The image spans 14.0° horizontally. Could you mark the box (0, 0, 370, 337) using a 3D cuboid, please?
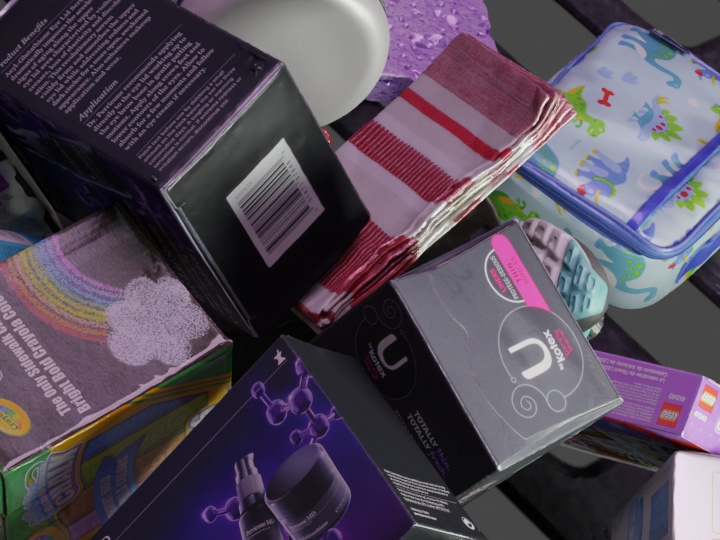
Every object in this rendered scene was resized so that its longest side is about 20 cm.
[{"bbox_3d":[-0.114,-0.075,1.698,0.200,0.148,0.104,30,70,40],"label":"box"}]

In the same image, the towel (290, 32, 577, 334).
[{"bbox_3d":[0.020,-0.055,1.740,0.200,0.023,0.144,-42,31,-5],"label":"towel"}]

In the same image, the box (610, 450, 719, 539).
[{"bbox_3d":[0.199,0.216,1.613,0.101,0.113,0.200,10,62,-11],"label":"box"}]

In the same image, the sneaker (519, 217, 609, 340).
[{"bbox_3d":[0.115,0.017,1.798,0.091,0.200,0.078,18,84,-20],"label":"sneaker"}]

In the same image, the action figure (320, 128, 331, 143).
[{"bbox_3d":[-0.100,-0.051,1.851,0.065,0.052,0.200,24,36,27],"label":"action figure"}]

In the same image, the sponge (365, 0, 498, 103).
[{"bbox_3d":[0.031,-0.192,2.077,0.111,0.030,0.200,4,45,-16],"label":"sponge"}]

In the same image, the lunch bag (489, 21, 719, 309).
[{"bbox_3d":[0.185,-0.071,1.972,0.161,0.083,0.200,38,46,15],"label":"lunch bag"}]

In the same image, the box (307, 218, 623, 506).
[{"bbox_3d":[0.033,0.076,1.653,0.106,0.200,0.122,-25,82,-37],"label":"box"}]

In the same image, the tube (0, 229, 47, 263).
[{"bbox_3d":[-0.181,0.004,1.737,0.077,0.050,0.200,49,19,22],"label":"tube"}]

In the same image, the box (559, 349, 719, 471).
[{"bbox_3d":[0.153,0.082,1.707,0.200,0.039,0.137,13,-12,44],"label":"box"}]

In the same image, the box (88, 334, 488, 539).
[{"bbox_3d":[-0.052,0.156,1.555,0.079,0.200,0.141,23,25,-52],"label":"box"}]

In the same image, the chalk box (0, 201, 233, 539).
[{"bbox_3d":[-0.185,0.079,1.633,0.200,0.124,0.124,-29,61,-22],"label":"chalk box"}]

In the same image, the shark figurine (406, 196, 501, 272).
[{"bbox_3d":[0.022,-0.002,1.826,0.128,0.214,0.090,4,78,-57],"label":"shark figurine"}]

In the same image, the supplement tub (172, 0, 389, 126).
[{"bbox_3d":[-0.059,-0.205,1.971,0.145,0.145,0.200,7,44,-13],"label":"supplement tub"}]

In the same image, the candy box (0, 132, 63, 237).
[{"bbox_3d":[-0.261,-0.103,1.756,0.061,0.200,0.136,-30,53,2],"label":"candy box"}]
